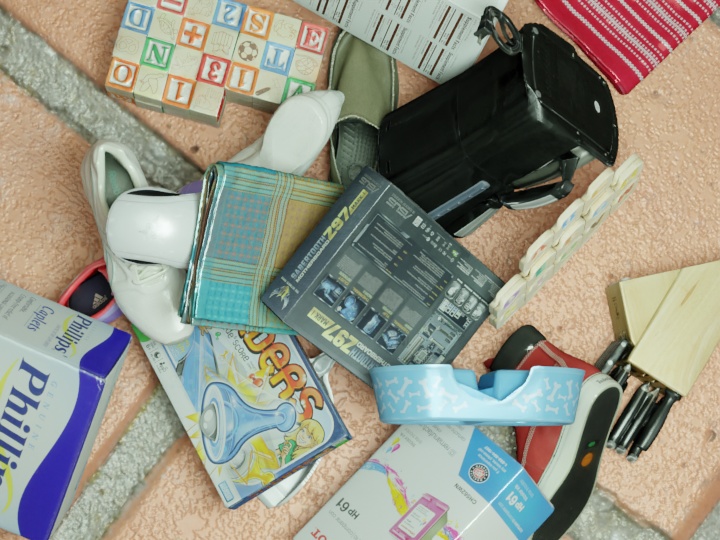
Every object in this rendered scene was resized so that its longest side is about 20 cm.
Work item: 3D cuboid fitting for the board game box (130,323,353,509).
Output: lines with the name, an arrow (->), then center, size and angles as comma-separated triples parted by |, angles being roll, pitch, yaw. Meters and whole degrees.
board game box -> -0.113, 0.104, 1.611 | 0.135, 0.034, 0.201 | -31, 77, 3

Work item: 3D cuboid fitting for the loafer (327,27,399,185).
loafer -> 0.004, -0.151, 1.668 | 0.074, 0.070, 0.203 | 0, 84, -4

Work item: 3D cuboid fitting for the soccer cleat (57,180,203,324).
soccer cleat -> -0.207, -0.010, 1.615 | 0.199, 0.076, 0.067 | -38, 89, 9

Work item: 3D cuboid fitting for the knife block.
knife block -> 0.309, 0.088, 1.670 | 0.198, 0.064, 0.178 | -12, 86, -6

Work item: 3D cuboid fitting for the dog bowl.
dog bowl -> 0.105, 0.114, 1.537 | 0.197, 0.111, 0.050 | 2, 82, -10

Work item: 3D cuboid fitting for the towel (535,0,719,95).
towel -> 0.287, -0.293, 1.730 | 0.200, 0.022, 0.145 | -43, 89, -7

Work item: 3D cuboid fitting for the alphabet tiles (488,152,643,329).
alphabet tiles -> 0.194, -0.025, 1.607 | 0.015, 0.196, 0.200 | 43, 82, 13

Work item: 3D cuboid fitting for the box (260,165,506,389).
box -> 0.026, 0.022, 1.569 | 0.200, 0.051, 0.158 | 38, 90, -39

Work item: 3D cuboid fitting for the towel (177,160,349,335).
towel -> -0.069, -0.015, 1.549 | 0.199, 0.022, 0.148 | 8, 94, -41

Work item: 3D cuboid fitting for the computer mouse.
computer mouse -> -0.134, -0.032, 1.531 | 0.198, 0.044, 0.111 | 0, 99, -36

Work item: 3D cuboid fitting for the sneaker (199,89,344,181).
sneaker -> -0.083, -0.101, 1.640 | 0.200, 0.088, 0.075 | -40, 91, 31

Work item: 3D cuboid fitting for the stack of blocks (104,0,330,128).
stack of blocks -> -0.139, -0.203, 1.669 | 0.198, 0.059, 0.116 | 15, 83, -3

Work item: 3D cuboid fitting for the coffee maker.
coffee maker -> 0.110, -0.139, 1.588 | 0.199, 0.135, 0.192 | -28, 112, 35

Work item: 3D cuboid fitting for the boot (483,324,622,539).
boot -> 0.163, 0.161, 1.656 | 0.144, 0.072, 0.202 | 34, 115, 39

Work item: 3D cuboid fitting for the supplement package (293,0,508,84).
supplement package -> 0.064, -0.319, 1.632 | 0.199, 0.147, 0.192 | 29, 67, -1

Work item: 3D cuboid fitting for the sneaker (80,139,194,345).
sneaker -> -0.207, -0.026, 1.551 | 0.070, 0.080, 0.202 | -23, 90, -8

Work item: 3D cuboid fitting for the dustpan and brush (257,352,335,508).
dustpan and brush -> -0.060, 0.113, 1.641 | 0.140, 0.057, 0.200 | 45, 83, 1

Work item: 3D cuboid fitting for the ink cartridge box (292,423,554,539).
ink cartridge box -> 0.057, 0.238, 1.591 | 0.200, 0.085, 0.144 | -46, 45, -6

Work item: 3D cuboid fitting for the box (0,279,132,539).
box -> -0.338, 0.118, 1.565 | 0.198, 0.105, 0.185 | 22, 110, -2
